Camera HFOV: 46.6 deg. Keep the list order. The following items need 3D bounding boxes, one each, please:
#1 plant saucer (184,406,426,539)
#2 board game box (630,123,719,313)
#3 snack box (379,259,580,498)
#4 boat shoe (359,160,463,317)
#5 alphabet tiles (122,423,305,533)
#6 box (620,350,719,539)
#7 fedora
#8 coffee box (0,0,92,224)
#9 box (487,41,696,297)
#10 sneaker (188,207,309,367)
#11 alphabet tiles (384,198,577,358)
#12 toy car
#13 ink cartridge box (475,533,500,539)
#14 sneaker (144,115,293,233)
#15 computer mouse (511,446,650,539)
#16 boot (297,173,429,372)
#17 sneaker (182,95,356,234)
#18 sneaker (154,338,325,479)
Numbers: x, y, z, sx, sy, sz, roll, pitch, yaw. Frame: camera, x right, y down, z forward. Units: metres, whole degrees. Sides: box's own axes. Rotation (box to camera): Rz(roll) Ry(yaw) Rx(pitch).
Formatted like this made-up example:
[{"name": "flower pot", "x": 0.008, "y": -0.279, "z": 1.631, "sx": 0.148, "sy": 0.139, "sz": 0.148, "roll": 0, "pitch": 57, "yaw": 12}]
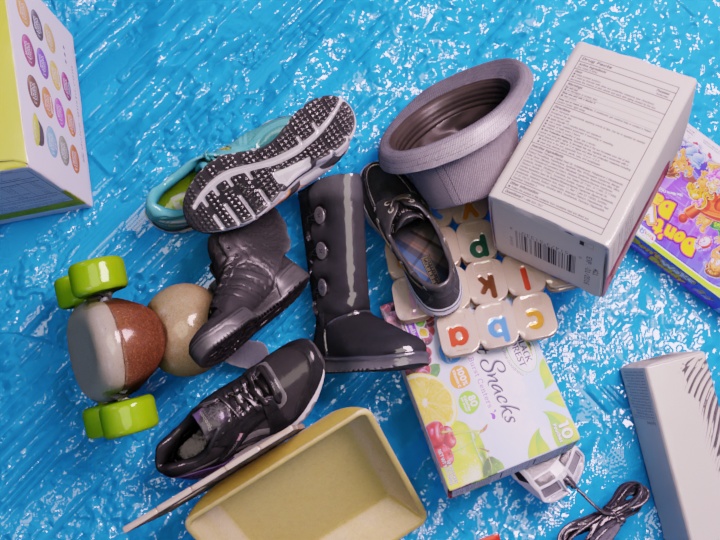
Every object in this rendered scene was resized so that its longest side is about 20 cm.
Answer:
[{"name": "plant saucer", "x": -0.051, "y": 0.232, "z": 0.830, "sx": 0.197, "sy": 0.049, "sz": 0.202, "roll": -31, "pitch": 130, "yaw": -5}, {"name": "board game box", "x": 0.362, "y": -0.064, "z": 0.910, "sx": 0.198, "sy": 0.045, "sz": 0.136, "roll": 36, "pitch": 85, "yaw": 3}, {"name": "snack box", "x": 0.118, "y": 0.108, "z": 0.856, "sx": 0.139, "sy": 0.053, "sz": 0.203, "roll": -20, "pitch": 66, "yaw": -4}, {"name": "boat shoe", "x": 0.051, "y": -0.046, "z": 0.865, "sx": 0.067, "sy": 0.057, "sz": 0.202, "roll": -25, "pitch": 60, "yaw": -5}, {"name": "alphabet tiles", "x": -0.126, "y": 0.191, "z": 0.799, "sx": 0.165, "sy": 0.200, "sz": 0.008, "roll": -31, "pitch": 82, "yaw": -5}, {"name": "box", "x": 0.336, "y": 0.190, "z": 0.865, "sx": 0.067, "sy": 0.082, "sz": 0.205, "roll": -13, "pitch": 85, "yaw": -3}, {"name": "fedora", "x": 0.109, "y": -0.131, "z": 0.869, "sx": 0.173, "sy": 0.201, "sz": 0.091, "roll": -18, "pitch": 116, "yaw": 24}, {"name": "coffee box", "x": -0.402, "y": -0.161, "z": 0.835, "sx": 0.195, "sy": 0.198, "sz": 0.205, "roll": -10, "pitch": 84, "yaw": -2}, {"name": "box", "x": 0.228, "y": -0.101, "z": 0.827, "sx": 0.126, "sy": 0.109, "sz": 0.202, "roll": 26, "pitch": 72, "yaw": 24}, {"name": "sneaker", "x": -0.125, "y": 0.009, "z": 0.835, "sx": 0.104, "sy": 0.060, "sz": 0.199, "roll": 42, "pitch": 43, "yaw": 9}, {"name": "alphabet tiles", "x": 0.126, "y": -0.008, "z": 0.873, "sx": 0.195, "sy": 0.015, "sz": 0.199, "roll": -12, "pitch": 59, "yaw": 3}, {"name": "toy car", "x": -0.195, "y": 0.065, "z": 0.868, "sx": 0.196, "sy": 0.157, "sz": 0.168, "roll": -12, "pitch": 87, "yaw": -31}, {"name": "ink cartridge box", "x": 0.093, "y": 0.397, "z": 0.859, "sx": 0.170, "sy": 0.044, "sz": 0.205, "roll": -16, "pitch": 84, "yaw": -1}, {"name": "sneaker", "x": -0.140, "y": -0.101, "z": 0.891, "sx": 0.197, "sy": 0.080, "sz": 0.079, "roll": -31, "pitch": 85, "yaw": -5}, {"name": "computer mouse", "x": 0.193, "y": 0.197, "z": 0.871, "sx": 0.109, "sy": 0.044, "sz": 0.200, "roll": -41, "pitch": 73, "yaw": -9}, {"name": "boot", "x": -0.001, "y": 0.000, "z": 0.852, "sx": 0.065, "sy": 0.163, "sz": 0.206, "roll": 5, "pitch": 80, "yaw": -43}, {"name": "sneaker", "x": -0.087, "y": -0.095, "z": 0.847, "sx": 0.197, "sy": 0.080, "sz": 0.075, "roll": -31, "pitch": 80, "yaw": -4}, {"name": "sneaker", "x": -0.120, "y": 0.145, "z": 0.836, "sx": 0.199, "sy": 0.087, "sz": 0.076, "roll": -42, "pitch": 71, "yaw": 9}]
